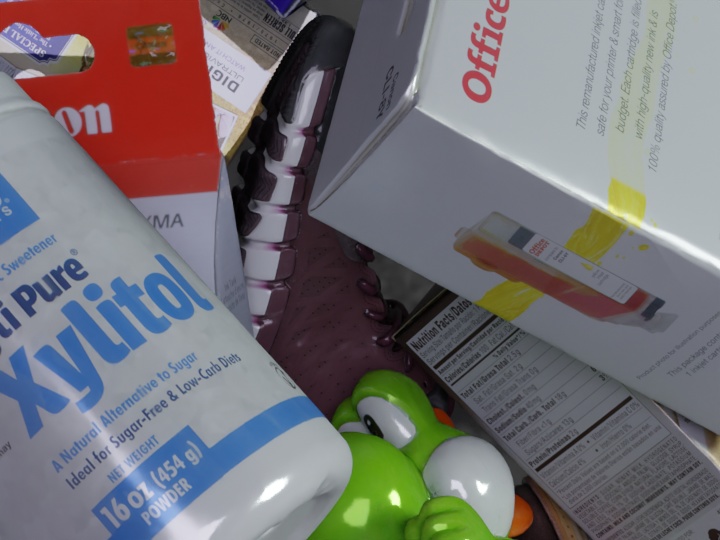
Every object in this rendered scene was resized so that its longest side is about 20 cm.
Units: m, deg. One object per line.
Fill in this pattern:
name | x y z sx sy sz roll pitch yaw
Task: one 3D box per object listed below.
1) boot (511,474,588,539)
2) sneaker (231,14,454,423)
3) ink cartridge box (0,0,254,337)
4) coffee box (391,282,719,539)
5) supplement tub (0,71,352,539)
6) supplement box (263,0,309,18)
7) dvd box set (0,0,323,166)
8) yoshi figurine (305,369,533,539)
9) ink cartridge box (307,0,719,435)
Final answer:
boot | 0.023 0.191 1.058 0.165 0.072 0.202 -6 89 -7
sneaker | 0.000 0.000 1.071 0.115 0.076 0.201 14 105 -11
ink cartridge box | -0.130 -0.003 1.021 0.161 0.057 0.201 -5 106 15
coffee box | 0.127 0.049 1.047 0.200 0.080 0.114 46 43 -2
supplement tub | -0.111 0.041 0.934 0.132 0.132 0.200 -42 80 -7
supplement box | -0.068 -0.212 1.059 0.200 0.101 0.104 40 106 -1
dvd box set | -0.128 -0.064 1.091 0.146 0.029 0.201 33 83 -1
yoshi figurine | 0.036 0.131 0.992 0.112 0.112 0.200 -40 70 8
ink cartridge box | 0.093 -0.048 0.972 0.199 0.083 0.146 28 48 -17
